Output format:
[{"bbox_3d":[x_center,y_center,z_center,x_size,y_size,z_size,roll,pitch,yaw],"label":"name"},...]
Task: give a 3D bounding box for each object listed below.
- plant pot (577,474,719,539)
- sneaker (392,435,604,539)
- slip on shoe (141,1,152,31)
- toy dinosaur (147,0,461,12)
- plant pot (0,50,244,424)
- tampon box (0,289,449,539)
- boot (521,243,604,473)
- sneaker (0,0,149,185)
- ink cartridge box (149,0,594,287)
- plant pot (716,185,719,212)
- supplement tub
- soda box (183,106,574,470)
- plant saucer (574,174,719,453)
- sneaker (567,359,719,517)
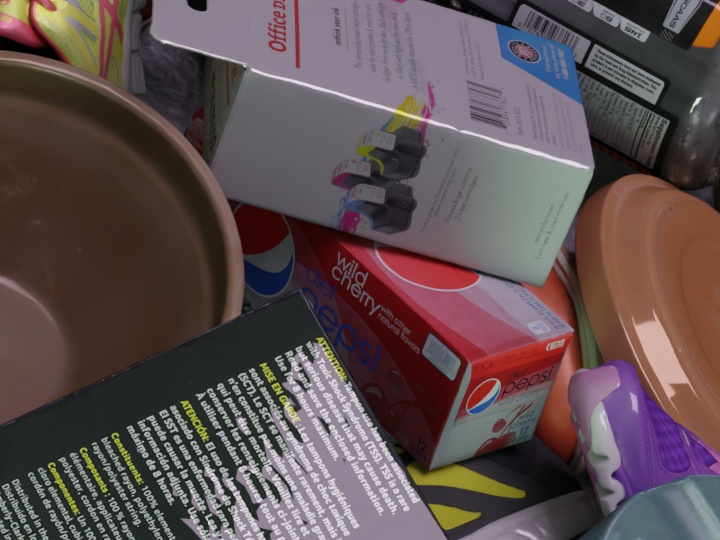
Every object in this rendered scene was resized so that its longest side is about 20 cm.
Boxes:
[{"bbox_3d":[0.112,0.193,1.151,0.200,0.196,0.200,17,48,-20],"label":"plant pot"},{"bbox_3d":[0.020,0.114,1.256,0.200,0.074,0.085,-8,54,-46],"label":"sneaker"},{"bbox_3d":[-0.150,-0.204,1.410,0.074,0.061,0.200,-13,62,-36],"label":"slip on shoe"},{"bbox_3d":[-0.018,-0.125,1.353,0.200,0.102,0.077,35,30,-22],"label":"toy dinosaur"},{"bbox_3d":[-0.153,0.015,1.195,0.201,0.093,0.201,7,57,-11],"label":"plant pot"},{"bbox_3d":[-0.084,0.125,1.078,0.200,0.150,0.126,-24,69,-17],"label":"tampon box"},{"bbox_3d":[0.050,0.011,1.359,0.107,0.075,0.200,-10,62,-18],"label":"boot"},{"bbox_3d":[-0.138,-0.126,1.268,0.090,0.078,0.200,-14,101,-61],"label":"sneaker"},{"bbox_3d":[-0.005,-0.073,1.270,0.200,0.068,0.115,16,30,-12],"label":"ink cartridge box"},{"bbox_3d":[0.305,-0.048,1.497,0.200,0.142,0.200,16,48,-19],"label":"plant pot"},{"bbox_3d":[0.135,-0.121,1.444,0.200,0.123,0.123,30,44,11],"label":"supplement tub"},{"bbox_3d":[0.000,0.000,1.289,0.070,0.063,0.200,-15,45,-41],"label":"soda box"},{"bbox_3d":[0.175,0.041,1.370,0.200,0.032,0.200,40,33,-32],"label":"plant saucer"},{"bbox_3d":[0.158,0.111,1.257,0.200,0.088,0.081,58,12,-28],"label":"sneaker"}]
